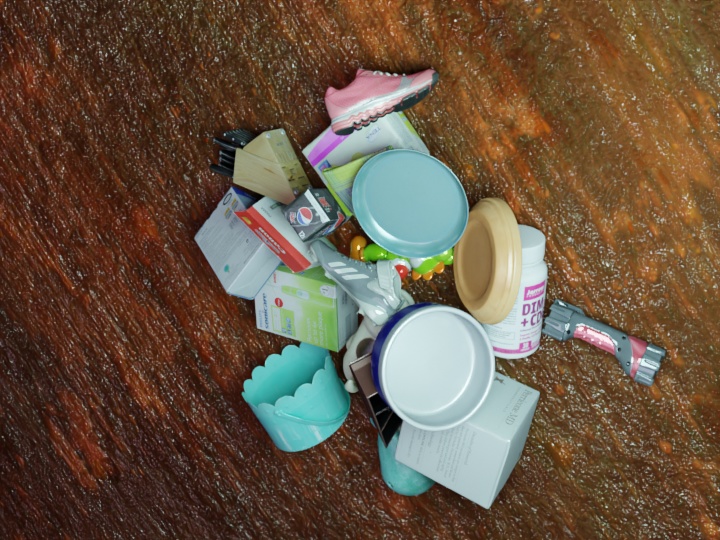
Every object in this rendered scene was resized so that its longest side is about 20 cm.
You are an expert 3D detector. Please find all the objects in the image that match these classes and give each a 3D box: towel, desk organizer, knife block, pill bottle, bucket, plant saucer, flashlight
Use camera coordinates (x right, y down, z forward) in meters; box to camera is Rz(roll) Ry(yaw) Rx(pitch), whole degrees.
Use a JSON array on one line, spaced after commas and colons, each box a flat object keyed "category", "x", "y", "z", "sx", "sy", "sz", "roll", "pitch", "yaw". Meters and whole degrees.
[{"category": "towel", "x": 0.038, "y": -0.131, "z": 1.538, "sx": 0.142, "sy": 0.023, "sz": 0.200, "roll": -18, "pitch": 139, "yaw": 27}, {"category": "desk organizer", "x": 0.042, "y": 0.231, "z": 1.607, "sx": 0.078, "sy": 0.071, "sz": 0.201, "roll": 60, "pitch": 173, "yaw": 38}, {"category": "knife block", "x": -0.199, "y": -0.184, "z": 1.707, "sx": 0.174, "sy": 0.064, "sz": 0.203, "roll": -30, "pitch": 86, "yaw": 37}, {"category": "pill bottle", "x": 0.254, "y": 0.034, "z": 1.503, "sx": 0.112, "sy": 0.113, "sz": 0.204, "roll": 14, "pitch": 121, "yaw": 26}, {"category": "bucket", "x": -0.124, "y": 0.255, "z": 1.814, "sx": 0.204, "sy": 0.208, "sz": 0.136, "roll": -9, "pitch": 119, "yaw": 36}, {"category": "plant saucer", "x": 0.196, "y": -0.015, "z": 1.432, "sx": 0.200, "sy": 0.037, "sz": 0.205, "roll": -179, "pitch": 90, "yaw": -72}, {"category": "plant saucer", "x": 0.082, "y": -0.112, "z": 1.467, "sx": 0.196, "sy": 0.028, "sz": 0.203, "roll": 10, "pitch": 125, "yaw": 14}, {"category": "flashlight", "x": 0.399, "y": 0.122, "z": 1.483, "sx": 0.197, "sy": 0.068, "sz": 0.069, "roll": 23, "pitch": 120, "yaw": 20}]

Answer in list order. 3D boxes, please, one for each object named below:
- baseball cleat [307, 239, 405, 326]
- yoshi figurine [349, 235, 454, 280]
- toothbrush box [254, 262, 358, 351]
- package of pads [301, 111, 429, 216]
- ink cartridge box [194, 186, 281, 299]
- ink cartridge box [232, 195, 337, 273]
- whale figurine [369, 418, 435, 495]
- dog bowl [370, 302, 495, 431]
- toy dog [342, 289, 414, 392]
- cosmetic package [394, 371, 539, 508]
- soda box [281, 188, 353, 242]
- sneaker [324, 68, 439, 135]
[{"category": "baseball cleat", "x": 0.000, "y": 0.000, "z": 1.555, "sx": 0.107, "sy": 0.070, "sz": 0.200, "roll": -46, "pitch": 75, "yaw": 12}, {"category": "yoshi figurine", "x": 0.084, "y": -0.043, "z": 1.581, "sx": 0.197, "sy": 0.112, "sz": 0.114, "roll": -6, "pitch": 104, "yaw": 34}, {"category": "toothbrush box", "x": -0.109, "y": 0.057, "z": 1.772, "sx": 0.197, "sy": 0.086, "sz": 0.148, "roll": 15, "pitch": 121, "yaw": 28}, {"category": "package of pads", "x": 0.010, "y": -0.204, "z": 1.571, "sx": 0.199, "sy": 0.068, "sz": 0.156, "roll": -35, "pitch": 92, "yaw": 40}, {"category": "ink cartridge box", "x": -0.237, "y": -0.064, "z": 1.740, "sx": 0.137, "sy": 0.076, "sz": 0.201, "roll": -50, "pitch": 53, "yaw": 15}, {"category": "ink cartridge box", "x": -0.135, "y": -0.072, "z": 1.653, "sx": 0.161, "sy": 0.200, "sz": 0.050, "roll": 44, "pitch": 100, "yaw": 7}, {"category": "whale figurine", "x": 0.072, "y": 0.359, "z": 1.769, "sx": 0.158, "sy": 0.104, "sz": 0.202, "roll": 4, "pitch": 132, "yaw": 56}, {"category": "dog bowl", "x": 0.118, "y": 0.156, "z": 1.482, "sx": 0.203, "sy": 0.198, "sz": 0.079, "roll": 65, "pitch": 169, "yaw": -11}, {"category": "toy dog", "x": 0.035, "y": 0.114, "z": 1.646, "sx": 0.139, "sy": 0.192, "sz": 0.202, "roll": 41, "pitch": 136, "yaw": 23}, {"category": "cosmetic package", "x": 0.194, "y": 0.284, "z": 1.636, "sx": 0.197, "sy": 0.167, "sz": 0.169, "roll": 23, "pitch": 124, "yaw": 20}, {"category": "soda box", "x": -0.073, "y": -0.100, "z": 1.591, "sx": 0.063, "sy": 0.200, "sz": 0.071, "roll": -37, "pitch": 88, "yaw": 13}, {"category": "sneaker", "x": 0.032, "y": -0.296, "z": 1.455, "sx": 0.197, "sy": 0.074, "sz": 0.088, "roll": -24, "pitch": 87, "yaw": -4}]
